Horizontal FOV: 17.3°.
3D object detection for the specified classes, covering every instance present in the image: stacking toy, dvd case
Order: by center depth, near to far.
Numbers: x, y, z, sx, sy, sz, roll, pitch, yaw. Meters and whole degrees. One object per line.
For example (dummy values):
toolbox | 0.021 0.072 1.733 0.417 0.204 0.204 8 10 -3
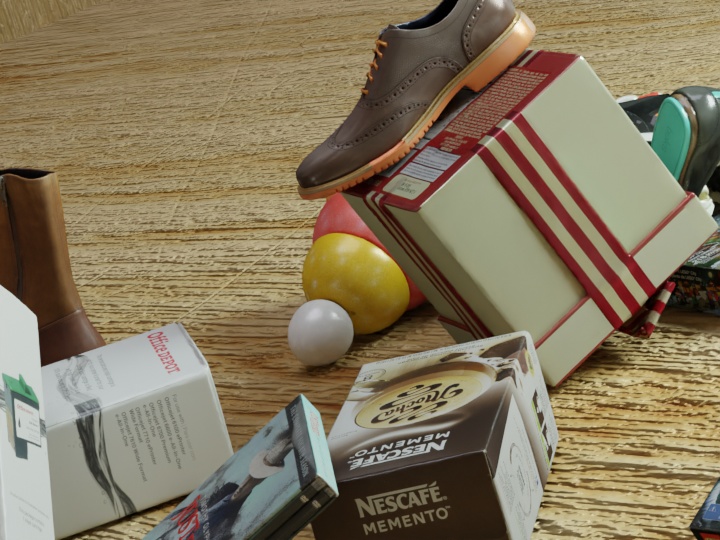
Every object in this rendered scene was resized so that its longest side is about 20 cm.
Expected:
dvd case | -0.095 0.162 1.328 0.200 0.022 0.146 -41 14 7
stacking toy | 0.000 0.000 1.817 0.146 0.146 0.200 -2 38 41

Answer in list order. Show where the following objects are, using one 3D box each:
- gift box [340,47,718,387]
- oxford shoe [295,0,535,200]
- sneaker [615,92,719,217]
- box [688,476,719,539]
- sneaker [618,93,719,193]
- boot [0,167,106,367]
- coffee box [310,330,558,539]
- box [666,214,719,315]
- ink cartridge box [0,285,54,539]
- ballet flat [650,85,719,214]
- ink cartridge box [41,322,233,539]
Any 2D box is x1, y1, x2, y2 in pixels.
gift box | 0.106 -0.025 1.638 0.200 0.187 0.185 -43 19 -5
oxford shoe | 0.023 -0.128 1.625 0.200 0.073 0.071 -42 19 -4
sneaker | 0.238 -0.090 1.888 0.070 0.093 0.200 -17 15 -3
box | 0.281 0.100 1.197 0.200 0.040 0.137 1 46 48
sneaker | 0.255 -0.106 1.801 0.200 0.070 0.090 -2 43 -1
boot | -0.286 0.020 1.836 0.188 0.200 0.068 -1 22 43
coffee box | 0.045 0.114 1.400 0.113 0.080 0.200 -13 16 14
box | 0.312 -0.023 1.686 0.200 0.038 0.137 -24 17 -27
ink cartridge box | -0.277 0.118 1.488 0.146 0.200 0.084 -14 -23 11
ballet flat | 0.233 -0.063 1.725 0.068 0.068 0.200 -13 -27 -24
ink cartridge box | -0.197 0.118 1.625 0.200 0.084 0.145 -19 15 -8
